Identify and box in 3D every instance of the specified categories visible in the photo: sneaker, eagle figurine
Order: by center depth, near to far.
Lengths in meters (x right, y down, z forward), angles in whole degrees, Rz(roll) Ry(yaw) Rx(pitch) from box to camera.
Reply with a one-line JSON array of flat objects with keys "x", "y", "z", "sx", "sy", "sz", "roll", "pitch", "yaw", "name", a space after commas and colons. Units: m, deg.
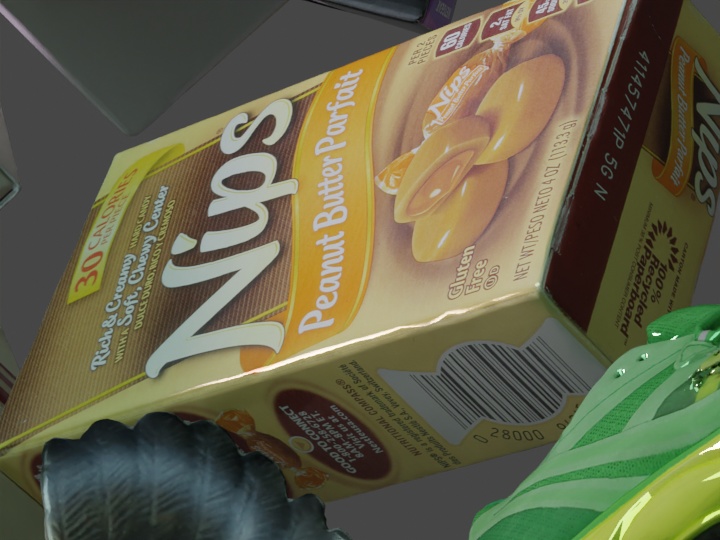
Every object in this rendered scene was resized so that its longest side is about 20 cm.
[{"x": 0.094, "y": 0.025, "z": 0.617, "sx": 0.200, "sy": 0.074, "sz": 0.084, "roll": -35, "pitch": 35, "yaw": 18, "name": "sneaker"}, {"x": -0.081, "y": 0.128, "z": 0.684, "sx": 0.151, "sy": 0.152, "sz": 0.200, "roll": 8, "pitch": 14, "yaw": 10, "name": "eagle figurine"}]

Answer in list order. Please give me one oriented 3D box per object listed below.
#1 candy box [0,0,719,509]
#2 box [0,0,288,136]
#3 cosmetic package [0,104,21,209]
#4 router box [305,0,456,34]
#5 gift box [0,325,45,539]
[{"x": 0.000, "y": 0.000, "z": 0.786, "sx": 0.199, "sy": 0.055, "sz": 0.116, "roll": -17, "pitch": 39, "yaw": 39, "name": "candy box"}, {"x": -0.075, "y": -0.167, "z": 1.041, "sx": 0.152, "sy": 0.106, "sz": 0.200, "roll": -40, "pitch": 30, "yaw": 8, "name": "box"}, {"x": -0.187, "y": -0.053, "z": 1.055, "sx": 0.103, "sy": 0.073, "sz": 0.200, "roll": -41, "pitch": 23, "yaw": 5, "name": "cosmetic package"}, {"x": -0.050, "y": -0.167, "z": 0.897, "sx": 0.199, "sy": 0.051, "sz": 0.150, "roll": 15, "pitch": 92, "yaw": 13, "name": "router box"}, {"x": -0.219, "y": 0.041, "z": 0.879, "sx": 0.185, "sy": 0.187, "sz": 0.200, "roll": -44, "pitch": 30, "yaw": 0, "name": "gift box"}]
